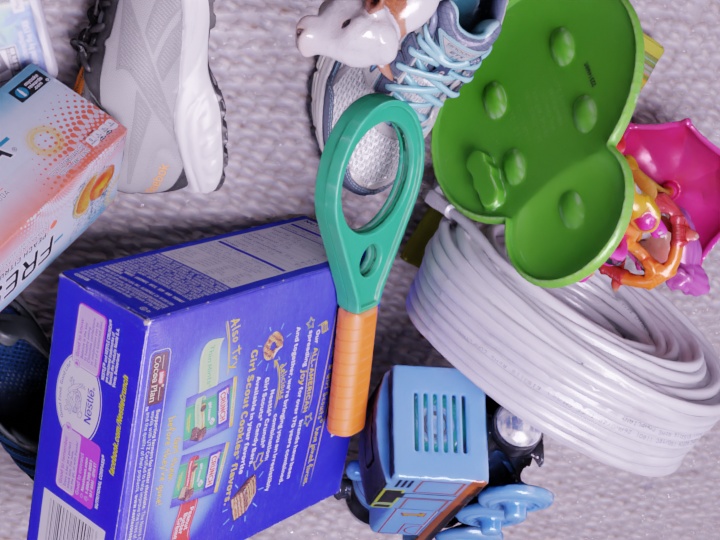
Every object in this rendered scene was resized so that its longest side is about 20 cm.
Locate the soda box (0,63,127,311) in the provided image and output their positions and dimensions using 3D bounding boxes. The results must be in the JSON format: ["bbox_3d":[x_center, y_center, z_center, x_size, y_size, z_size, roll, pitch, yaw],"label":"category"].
[{"bbox_3d":[-0.201,-0.013,0.674,0.200,0.068,0.064,-50,171,-39],"label":"soda box"}]

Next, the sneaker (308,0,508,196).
[{"bbox_3d":[0.034,-0.131,0.778,0.077,0.086,0.202,13,109,-28],"label":"sneaker"}]

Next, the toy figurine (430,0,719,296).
[{"bbox_3d":[0.160,-0.046,0.811,0.183,0.202,0.150,27,128,-38],"label":"toy figurine"}]

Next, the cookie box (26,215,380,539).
[{"bbox_3d":[-0.083,0.071,0.785,0.199,0.075,0.173,-16,124,-51],"label":"cookie box"}]

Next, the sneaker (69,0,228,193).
[{"bbox_3d":[-0.117,-0.128,0.723,0.078,0.074,0.202,-10,118,-13],"label":"sneaker"}]

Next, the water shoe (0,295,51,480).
[{"bbox_3d":[-0.179,0.093,0.800,0.071,0.079,0.201,-37,123,-2],"label":"water shoe"}]

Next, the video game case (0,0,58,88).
[{"bbox_3d":[-0.258,-0.167,0.671,0.180,0.022,0.202,-17,120,-15],"label":"video game case"}]

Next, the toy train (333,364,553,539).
[{"bbox_3d":[0.049,0.122,0.862,0.113,0.088,0.200,6,156,-9],"label":"toy train"}]

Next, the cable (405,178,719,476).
[{"bbox_3d":[0.122,0.039,0.814,0.198,0.201,0.070,23,111,-22],"label":"cable"}]

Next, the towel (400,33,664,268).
[{"bbox_3d":[0.108,-0.077,0.881,0.085,0.018,0.201,26,103,-26],"label":"towel"}]

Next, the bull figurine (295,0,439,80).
[{"bbox_3d":[0.024,-0.196,0.714,0.200,0.121,0.065,-49,151,3],"label":"bull figurine"}]

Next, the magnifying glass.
[{"bbox_3d":[0.000,0.000,0.773,0.079,0.022,0.202,-23,125,-48],"label":"magnifying glass"}]
